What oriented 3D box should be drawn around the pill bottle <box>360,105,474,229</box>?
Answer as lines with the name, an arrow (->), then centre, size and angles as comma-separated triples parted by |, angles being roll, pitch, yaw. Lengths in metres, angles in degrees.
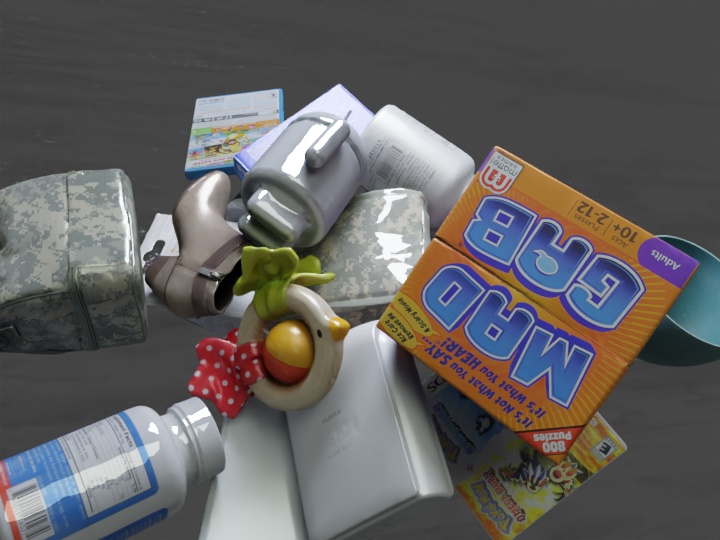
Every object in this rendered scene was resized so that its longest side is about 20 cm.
pill bottle -> 0.090, -0.121, 0.857 | 0.199, 0.115, 0.114 | 35, 48, 8

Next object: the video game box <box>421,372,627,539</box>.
video game box -> 0.169, 0.180, 0.745 | 0.200, 0.182, 0.047 | 51, 13, 21

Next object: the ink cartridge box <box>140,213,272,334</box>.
ink cartridge box -> -0.194, 0.004, 0.839 | 0.198, 0.050, 0.162 | 5, 49, 6

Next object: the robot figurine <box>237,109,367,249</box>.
robot figurine -> -0.063, -0.108, 0.752 | 0.113, 0.170, 0.201 | 37, 55, -8

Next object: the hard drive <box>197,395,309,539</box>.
hard drive -> -0.096, 0.228, 0.694 | 0.130, 0.026, 0.201 | 13, 48, -11

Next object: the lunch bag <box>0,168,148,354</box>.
lunch bag -> -0.334, -0.010, 0.718 | 0.166, 0.140, 0.201 | -7, 52, -18

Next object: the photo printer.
photo printer -> -0.002, 0.162, 0.660 | 0.069, 0.166, 0.202 | 19, 44, -41

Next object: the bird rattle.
bird rattle -> -0.094, 0.077, 0.669 | 0.162, 0.201, 0.112 | 31, 7, 31

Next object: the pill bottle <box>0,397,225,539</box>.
pill bottle -> -0.235, 0.198, 0.606 | 0.199, 0.113, 0.113 | -19, 61, -33

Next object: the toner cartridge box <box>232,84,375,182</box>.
toner cartridge box -> -0.070, -0.170, 0.891 | 0.200, 0.043, 0.095 | -40, 74, -23

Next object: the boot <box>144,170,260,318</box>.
boot -> -0.172, -0.032, 0.770 | 0.145, 0.070, 0.201 | 11, 66, 36

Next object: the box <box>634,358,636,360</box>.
box -> 0.228, 0.103, 0.857 | 0.148, 0.125, 0.200 | -24, 64, -33

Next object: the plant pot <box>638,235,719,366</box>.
plant pot -> 0.470, 0.067, 0.975 | 0.198, 0.135, 0.202 | 11, 50, -13

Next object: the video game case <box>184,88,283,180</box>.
video game case -> -0.188, -0.213, 0.977 | 0.141, 0.018, 0.201 | -7, 45, -1

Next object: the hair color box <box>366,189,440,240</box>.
hair color box -> 0.061, -0.081, 0.934 | 0.108, 0.065, 0.202 | 5, 68, -4

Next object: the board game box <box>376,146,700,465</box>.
board game box -> 0.174, 0.039, 0.636 | 0.199, 0.201, 0.200 | 36, 4, 23

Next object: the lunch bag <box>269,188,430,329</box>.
lunch bag -> 0.000, 0.000, 0.791 | 0.198, 0.118, 0.165 | -13, 53, 23

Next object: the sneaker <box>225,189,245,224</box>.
sneaker -> -0.087, -0.092, 0.924 | 0.198, 0.076, 0.115 | 14, 51, -7
